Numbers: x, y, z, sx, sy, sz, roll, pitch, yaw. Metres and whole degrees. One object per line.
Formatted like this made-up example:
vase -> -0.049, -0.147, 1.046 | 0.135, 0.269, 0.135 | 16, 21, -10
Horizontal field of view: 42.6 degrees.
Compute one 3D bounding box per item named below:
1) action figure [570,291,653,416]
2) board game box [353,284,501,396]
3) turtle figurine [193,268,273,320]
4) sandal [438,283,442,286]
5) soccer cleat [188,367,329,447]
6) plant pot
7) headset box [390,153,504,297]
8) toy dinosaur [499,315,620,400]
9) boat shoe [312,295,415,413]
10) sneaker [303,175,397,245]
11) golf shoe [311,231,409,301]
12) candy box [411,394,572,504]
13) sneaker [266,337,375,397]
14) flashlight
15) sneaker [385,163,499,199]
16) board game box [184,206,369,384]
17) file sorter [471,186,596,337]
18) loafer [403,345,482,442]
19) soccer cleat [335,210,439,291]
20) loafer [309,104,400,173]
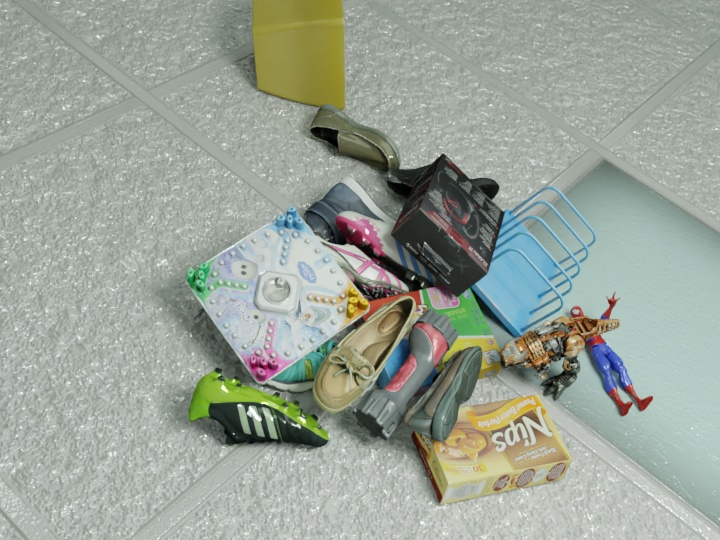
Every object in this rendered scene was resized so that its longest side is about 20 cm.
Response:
action figure -> 0.396, 0.117, 1.464 | 0.064, 0.100, 0.202 | -8, 47, -25
board game box -> 0.103, 0.106, 1.406 | 0.197, 0.041, 0.155 | -12, 62, -26
turtle figurine -> -0.147, 0.035, 1.385 | 0.149, 0.102, 0.199 | 35, 41, 18
sandal -> 0.148, -0.044, 1.565 | 0.085, 0.080, 0.203 | -3, 55, -26
soccer cleat -> -0.137, 0.203, 1.247 | 0.197, 0.082, 0.068 | 26, 7, -17
plant pot -> -0.121, -0.449, 1.802 | 0.172, 0.202, 0.202 | -3, 46, -4
headset box -> 0.138, -0.068, 1.444 | 0.148, 0.075, 0.201 | 41, 36, -12
toy dinosaur -> 0.301, 0.117, 1.392 | 0.195, 0.137, 0.104 | 0, 54, -2
boat shoe -> 0.005, 0.109, 1.274 | 0.073, 0.063, 0.201 | 38, 60, 2
sneaker -> -0.008, -0.044, 1.518 | 0.202, 0.077, 0.146 | 43, 59, 14
golf shoe -> 0.000, 0.000, 1.429 | 0.198, 0.072, 0.094 | 22, 51, -36
candy box -> 0.184, 0.248, 1.298 | 0.196, 0.056, 0.117 | -5, 47, -21
sneaker -> -0.067, 0.124, 1.328 | 0.196, 0.080, 0.078 | 6, 45, -10
flashlight -> 0.062, 0.142, 1.303 | 0.067, 0.069, 0.200 | -2, 36, 49
sneaker -> 0.152, -0.158, 1.682 | 0.197, 0.061, 0.105 | -16, 53, -29
board game box -> -0.118, 0.028, 1.313 | 0.198, 0.026, 0.201 | -33, 71, -20
file sorter -> 0.285, -0.021, 1.511 | 0.139, 0.122, 0.201 | 47, 45, -8
loafer -> 0.119, 0.161, 1.292 | 0.062, 0.073, 0.200 | 9, 29, 21
soccer cleat -> 0.051, -0.047, 1.464 | 0.199, 0.070, 0.087 | 36, 71, -14
loafer -> -0.014, -0.230, 1.705 | 0.198, 0.076, 0.070 | 32, 58, 21
